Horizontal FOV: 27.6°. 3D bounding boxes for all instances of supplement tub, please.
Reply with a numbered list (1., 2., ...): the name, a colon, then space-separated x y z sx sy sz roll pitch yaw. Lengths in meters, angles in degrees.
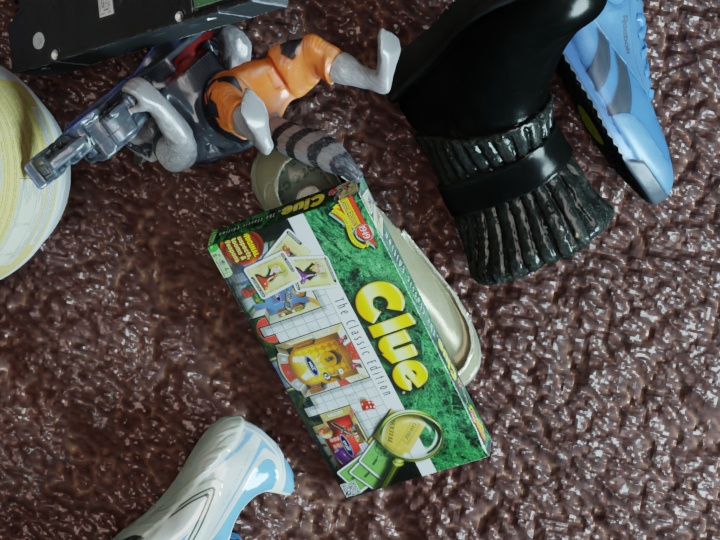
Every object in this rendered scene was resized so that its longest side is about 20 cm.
1. supplement tub: -0.258 -0.057 0.855 0.143 0.200 0.148 0 93 7

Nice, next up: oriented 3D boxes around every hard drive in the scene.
1. hard drive: -0.133 -0.201 0.857 0.198 0.038 0.142 -10 87 36

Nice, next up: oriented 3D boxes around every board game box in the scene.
1. board game box: -0.004 0.047 0.900 0.104 0.024 0.202 -20 115 16

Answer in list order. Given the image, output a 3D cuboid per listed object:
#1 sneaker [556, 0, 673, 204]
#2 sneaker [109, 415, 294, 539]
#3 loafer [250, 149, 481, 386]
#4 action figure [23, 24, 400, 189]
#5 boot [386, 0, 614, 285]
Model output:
1. sneaker: 0.156 -0.141 0.911 0.078 0.066 0.202 -29 92 -1
2. sneaker: -0.123 0.182 0.938 0.072 0.072 0.200 43 97 -10
3. loafer: 0.000 0.000 0.922 0.076 0.068 0.200 -42 92 4
4. action figure: -0.093 -0.083 0.870 0.200 0.192 0.105 -44 117 -30
5. boot: 0.104 -0.087 0.862 0.079 0.211 0.159 -26 88 -28
